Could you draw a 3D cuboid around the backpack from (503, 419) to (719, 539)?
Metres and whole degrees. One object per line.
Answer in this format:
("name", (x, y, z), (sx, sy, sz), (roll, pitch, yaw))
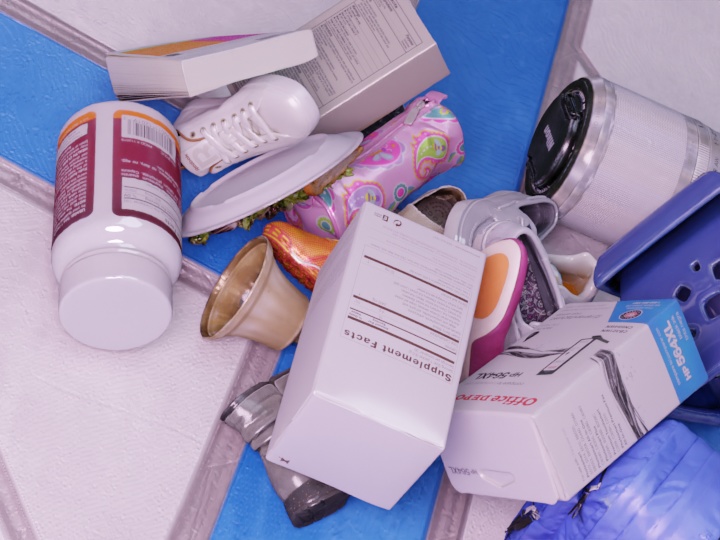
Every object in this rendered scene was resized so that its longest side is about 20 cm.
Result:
("backpack", (0.227, 0.224, 1.448), (0.167, 0.201, 0.162), (39, 43, 6))

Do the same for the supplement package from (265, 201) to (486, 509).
("supplement package", (0.015, 0.071, 1.411), (0.119, 0.121, 0.202), (23, 53, -10))

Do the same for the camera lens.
("camera lens", (0.287, -0.105, 1.819), (0.198, 0.160, 0.161), (21, 43, -15))

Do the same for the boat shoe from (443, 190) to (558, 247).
("boat shoe", (0.142, -0.037, 1.681), (0.199, 0.068, 0.073), (-17, 104, -63))

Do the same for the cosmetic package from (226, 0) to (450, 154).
("cosmetic package", (-0.024, -0.192, 1.675), (0.104, 0.199, 0.073), (61, 3, 24))

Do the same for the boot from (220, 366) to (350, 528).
("boot", (-0.016, 0.130, 1.476), (0.199, 0.068, 0.131), (-17, 64, -39))

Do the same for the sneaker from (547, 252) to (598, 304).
("sneaker", (0.153, 0.024, 1.674), (0.198, 0.081, 0.077), (-13, 61, -38))

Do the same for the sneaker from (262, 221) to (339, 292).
("sneaker", (0.000, 0.000, 1.556), (0.199, 0.073, 0.078), (28, 82, -16))

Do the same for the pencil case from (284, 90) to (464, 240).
("pencil case", (0.016, -0.096, 1.659), (0.199, 0.088, 0.087), (-37, 75, -29))

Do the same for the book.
("book", (-0.142, -0.197, 1.590), (0.132, 0.199, 0.049), (-19, 103, -24))

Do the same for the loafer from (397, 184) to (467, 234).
("loafer", (0.048, -0.025, 1.659), (0.075, 0.068, 0.200), (34, 42, 0))

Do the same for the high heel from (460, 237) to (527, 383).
("high heel", (0.120, 0.053, 1.536), (0.095, 0.202, 0.067), (-7, 37, -45))

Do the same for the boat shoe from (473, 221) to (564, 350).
("boat shoe", (0.166, 0.050, 1.592), (0.071, 0.068, 0.202), (-17, 99, -23))

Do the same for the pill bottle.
("pill bottle", (-0.210, -0.039, 1.472), (0.113, 0.115, 0.202), (14, 46, -21))

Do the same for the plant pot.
("plant pot", (0.359, 0.023, 1.679), (0.199, 0.200, 0.181), (15, 39, -58))

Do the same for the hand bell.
("hand bell", (-0.034, 0.064, 1.529), (0.199, 0.104, 0.105), (33, 40, -20))

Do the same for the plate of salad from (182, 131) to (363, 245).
("plate of salad", (-0.082, -0.071, 1.547), (0.200, 0.199, 0.048), (-44, 112, -48))

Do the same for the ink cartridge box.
("ink cartridge box", (0.176, 0.108, 1.456), (0.199, 0.145, 0.085), (-33, 107, -34))

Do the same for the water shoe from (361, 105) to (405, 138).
("water shoe", (0.000, -0.169, 1.764), (0.071, 0.079, 0.203), (-2, 79, -30))

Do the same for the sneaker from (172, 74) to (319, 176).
("sneaker", (-0.116, -0.122, 1.570), (0.073, 0.199, 0.085), (52, 56, -21))
